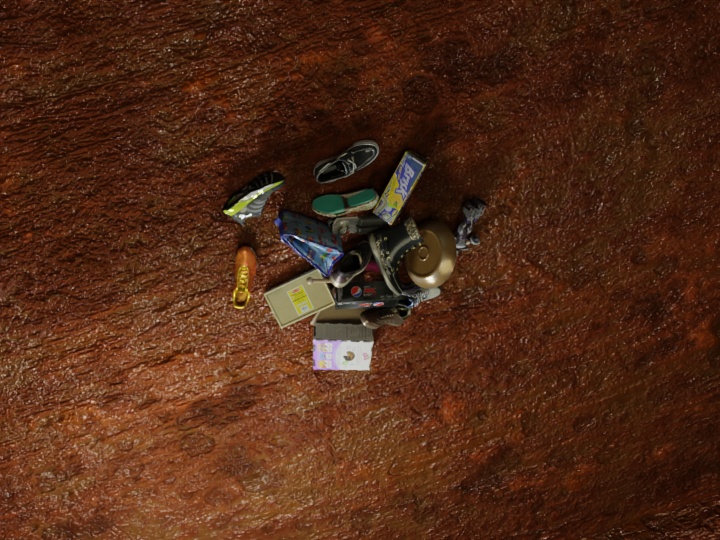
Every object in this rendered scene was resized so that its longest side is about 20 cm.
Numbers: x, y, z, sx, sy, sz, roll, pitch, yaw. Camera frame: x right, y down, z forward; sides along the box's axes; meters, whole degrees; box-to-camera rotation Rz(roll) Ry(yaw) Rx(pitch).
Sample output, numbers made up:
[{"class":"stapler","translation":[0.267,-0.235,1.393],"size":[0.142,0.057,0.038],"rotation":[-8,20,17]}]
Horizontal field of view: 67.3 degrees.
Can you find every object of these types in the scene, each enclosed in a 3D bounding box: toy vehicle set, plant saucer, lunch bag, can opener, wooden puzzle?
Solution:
[{"class":"toy vehicle set","translation":[-0.189,0.085,1.690],"size":[0.196,0.027,0.127],"rotation":[-23,104,8]},{"class":"plant saucer","translation":[0.196,-0.050,1.607],"size":[0.035,0.201,0.203],"rotation":[6,125,-44]},{"class":"lunch bag","translation":[-0.156,-0.099,1.538],"size":[0.197,0.152,0.095],"rotation":[30,113,-25]},{"class":"can opener","translation":[-0.003,-0.144,1.591],"size":[0.195,0.067,0.054],"rotation":[-7,130,-31]},{"class":"wooden puzzle","translation":[-0.043,0.134,1.775],"size":[0.197,0.038,0.187],"rotation":[24,114,-28]}]

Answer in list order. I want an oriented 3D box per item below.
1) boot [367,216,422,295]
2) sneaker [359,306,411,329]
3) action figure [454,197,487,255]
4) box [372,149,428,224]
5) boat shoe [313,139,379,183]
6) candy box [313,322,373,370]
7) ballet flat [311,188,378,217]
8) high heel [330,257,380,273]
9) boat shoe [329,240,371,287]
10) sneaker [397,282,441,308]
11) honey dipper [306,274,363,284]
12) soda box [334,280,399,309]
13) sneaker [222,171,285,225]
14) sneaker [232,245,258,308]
[{"class":"boot","translation":[0.123,-0.043,1.591],"size":[0.151,0.074,0.207],"rotation":[-25,101,9]},{"class":"sneaker","translation":[0.082,0.137,1.746],"size":[0.197,0.072,0.076],"rotation":[1,142,-46]},{"class":"action figure","translation":[0.318,-0.121,1.656],"size":[0.127,0.070,0.204],"rotation":[-7,130,-35]},{"class":"box","translation":[0.115,-0.238,1.542],"size":[0.069,0.064,0.203],"rotation":[32,113,4]},{"class":"boat shoe","translation":[-0.037,-0.295,1.490],"size":[0.195,0.068,0.073],"rotation":[-20,123,2]},{"class":"candy box","translation":[-0.059,0.253,1.785],"size":[0.194,0.073,0.170],"rotation":[2,136,-4]},{"class":"ballet flat","translation":[-0.042,-0.186,1.560],"size":[0.194,0.078,0.064],"rotation":[-8,157,1]},{"class":"high heel","translation":[0.000,0.000,1.674],"size":[0.195,0.068,0.098],"rotation":[-20,113,-2]},{"class":"boat shoe","translation":[-0.016,-0.028,1.565],"size":[0.072,0.200,0.065],"rotation":[45,138,1]},{"class":"sneaker","translation":[0.171,0.086,1.751],"size":[0.194,0.086,0.079],"rotation":[-6,123,-7]},{"class":"honey dipper","translation":[-0.079,0.033,1.663],"size":[0.196,0.038,0.039],"rotation":[-1,124,-33]},{"class":"soda box","translation":[0.018,0.075,1.665],"size":[0.194,0.065,0.071],"rotation":[-2,158,-8]},{"class":"sneaker","translation":[-0.287,-0.201,1.509],"size":[0.197,0.075,0.081],"rotation":[-28,132,15]},{"class":"sneaker","translation":[-0.346,0.022,1.623],"size":[0.071,0.078,0.205],"rotation":[3,119,-10]}]
